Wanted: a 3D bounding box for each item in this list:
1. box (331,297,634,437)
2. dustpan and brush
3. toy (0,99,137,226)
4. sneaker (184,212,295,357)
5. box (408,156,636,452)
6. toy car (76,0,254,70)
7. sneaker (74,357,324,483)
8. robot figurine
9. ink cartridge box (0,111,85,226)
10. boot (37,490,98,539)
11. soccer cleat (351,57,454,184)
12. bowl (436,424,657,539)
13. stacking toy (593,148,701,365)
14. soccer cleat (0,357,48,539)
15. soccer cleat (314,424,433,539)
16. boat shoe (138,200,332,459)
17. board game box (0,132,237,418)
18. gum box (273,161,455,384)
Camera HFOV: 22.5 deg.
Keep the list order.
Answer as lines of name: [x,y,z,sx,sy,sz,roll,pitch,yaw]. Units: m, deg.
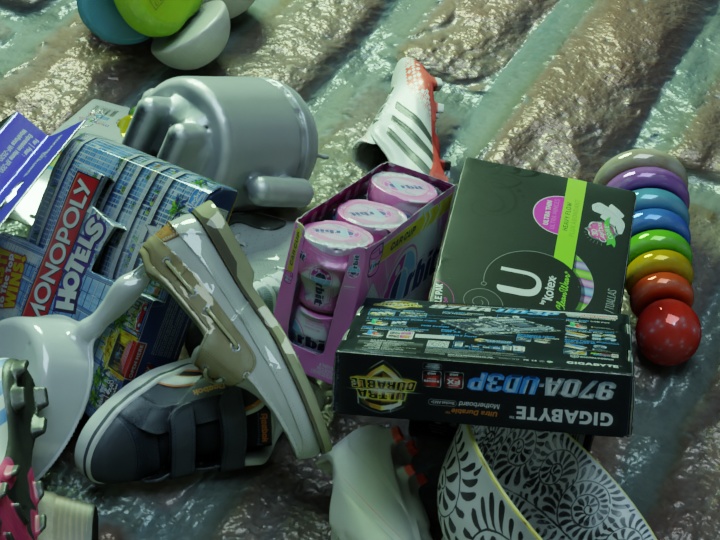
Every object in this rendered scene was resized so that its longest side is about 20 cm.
box: [0.088,0.063,1.238,0.198,0.047,0.159,4,13,6]
dustpan and brush: [-0.225,0.064,1.332,0.057,0.201,0.140,17,29,-45]
toy: [-0.228,-0.075,1.552,0.114,0.048,0.200,17,40,16]
sneaker: [-0.101,0.011,1.465,0.115,0.076,0.199,27,36,27]
box: [0.129,0.030,1.426,0.147,0.125,0.201,11,44,5]
toy car: [-0.201,-0.289,1.725,0.149,0.176,0.201,-14,33,31]
sneaker: [-0.114,0.110,1.342,0.199,0.079,0.079,-28,47,-34]
robot figurine: [-0.113,-0.107,1.527,0.170,0.114,0.199,44,29,26]
ink cartridge box: [-0.329,-0.041,1.415,0.199,0.043,0.199,-24,25,38]
boot: [-0.254,0.225,1.218,0.144,0.071,0.201,-2,42,0]
soccer cleat: [0.032,-0.122,1.622,0.084,0.069,0.201,3,47,-10]
bowl: [0.116,0.188,1.252,0.200,0.094,0.201,39,20,-17]
stacking toy: [0.246,-0.006,1.517,0.084,0.086,0.201,3,47,-4]
soccer cleat: [-0.260,0.144,1.220,0.085,0.070,0.201,-18,39,10]
soccer cleat: [0.020,0.202,1.278,0.077,0.069,0.201,-26,53,14]
boat shoe: [-0.090,0.053,1.299,0.068,0.075,0.201,-28,81,-9]
board game box: [-0.217,-0.002,1.398,0.198,0.202,0.062,21,2,30]
gum box: [0.000,0.000,1.403,0.066,0.115,0.200,20,24,17]
